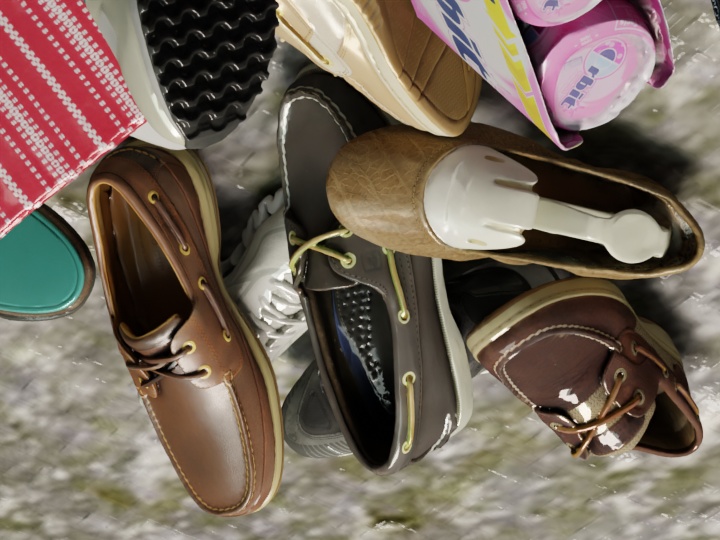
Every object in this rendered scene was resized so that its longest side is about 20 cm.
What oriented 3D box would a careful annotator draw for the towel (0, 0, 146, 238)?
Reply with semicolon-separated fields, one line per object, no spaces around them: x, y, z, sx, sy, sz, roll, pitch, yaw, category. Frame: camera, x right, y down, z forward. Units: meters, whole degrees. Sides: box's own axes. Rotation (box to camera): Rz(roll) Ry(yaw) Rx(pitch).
-0.166;-0.100;1.110;0.200;0.023;0.145;-37;106;8;towel

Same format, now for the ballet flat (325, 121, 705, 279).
0.082;-0.028;1.188;0.199;0.068;0.072;13;-176;-30;ballet flat

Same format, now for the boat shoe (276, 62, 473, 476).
0.000;0.000;1.219;0.071;0.061;0.202;-6;109;39;boat shoe

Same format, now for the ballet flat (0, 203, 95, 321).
-0.227;-0.025;1.319;0.199;0.068;0.068;18;-178;7;ballet flat

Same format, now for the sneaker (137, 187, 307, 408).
-0.051;0.019;1.321;0.075;0.081;0.200;32;138;-25;sneaker

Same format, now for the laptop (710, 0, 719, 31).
0.229;-0.125;0.949;0.176;0.201;0.103;-20;-171;-22;laptop

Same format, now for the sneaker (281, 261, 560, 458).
0.012;0.050;1.333;0.200;0.067;0.090;-30;167;39;sneaker

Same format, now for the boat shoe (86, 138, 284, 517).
-0.096;0.034;1.268;0.072;0.068;0.201;-12;99;26;boat shoe

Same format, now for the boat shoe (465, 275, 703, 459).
0.123;0.059;1.277;0.072;0.072;0.200;-35;153;15;boat shoe

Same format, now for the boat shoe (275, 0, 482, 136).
-0.014;-0.131;1.116;0.069;0.074;0.200;-1;144;36;boat shoe

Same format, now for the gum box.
0.054;-0.149;1.014;0.066;0.114;0.200;-35;140;-8;gum box

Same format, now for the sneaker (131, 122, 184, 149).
-0.157;-0.118;1.169;0.200;0.073;0.085;37;141;-16;sneaker

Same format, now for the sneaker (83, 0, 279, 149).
-0.099;-0.148;1.043;0.093;0.070;0.201;-4;106;55;sneaker
